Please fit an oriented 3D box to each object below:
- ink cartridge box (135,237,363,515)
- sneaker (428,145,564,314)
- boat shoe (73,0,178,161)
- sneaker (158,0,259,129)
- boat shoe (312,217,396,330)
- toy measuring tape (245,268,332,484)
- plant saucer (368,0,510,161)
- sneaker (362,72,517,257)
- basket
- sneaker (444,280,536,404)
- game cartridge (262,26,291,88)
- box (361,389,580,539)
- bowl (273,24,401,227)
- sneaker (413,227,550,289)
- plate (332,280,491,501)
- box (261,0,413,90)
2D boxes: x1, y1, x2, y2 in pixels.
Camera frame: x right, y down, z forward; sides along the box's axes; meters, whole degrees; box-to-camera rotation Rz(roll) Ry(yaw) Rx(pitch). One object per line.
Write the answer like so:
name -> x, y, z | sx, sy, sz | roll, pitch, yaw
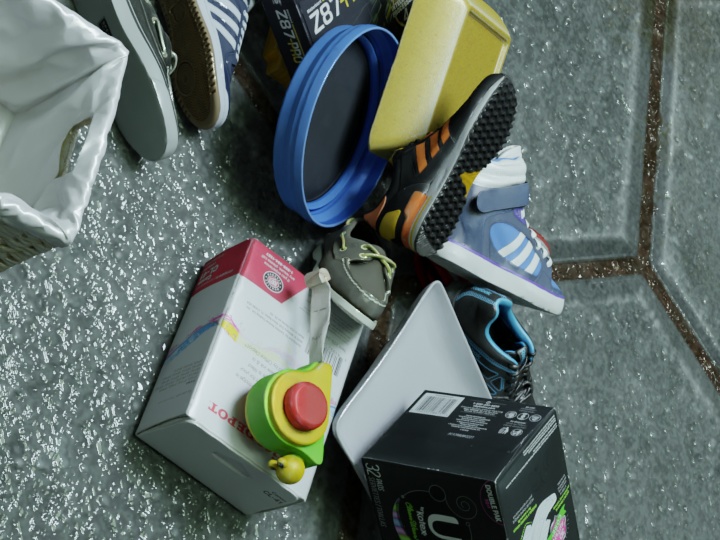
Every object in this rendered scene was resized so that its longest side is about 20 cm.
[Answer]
ink cartridge box -> -0.097, 0.096, 1.507 | 0.148, 0.086, 0.200 | 40, 51, -26
sneaker -> 0.158, -0.050, 1.707 | 0.200, 0.081, 0.147 | 27, 82, -36
boat shoe -> -0.201, -0.199, 1.540 | 0.064, 0.071, 0.200 | -15, 82, -44
sneaker -> -0.131, -0.231, 1.620 | 0.108, 0.070, 0.200 | -1, 71, -42
boat shoe -> -0.002, -0.002, 1.574 | 0.072, 0.060, 0.202 | 42, 8, -15
toy measuring tape -> -0.061, 0.085, 1.436 | 0.073, 0.074, 0.200 | 21, 61, -36
plant saucer -> 0.092, -0.196, 1.718 | 0.200, 0.048, 0.200 | 16, 92, -66
sneaker -> 0.074, -0.115, 1.621 | 0.200, 0.090, 0.070 | -61, 149, -11
basket -> -0.323, -0.122, 1.328 | 0.200, 0.161, 0.199 | 31, 54, -32
sneaker -> 0.143, 0.104, 1.711 | 0.073, 0.082, 0.200 | -42, 120, -30
game cartridge -> -0.008, -0.232, 1.769 | 0.200, 0.032, 0.177 | 32, 54, -28
box -> 0.109, 0.233, 1.556 | 0.124, 0.148, 0.200 | -42, 127, -45
bowl -> -0.021, -0.143, 1.620 | 0.201, 0.039, 0.201 | -46, 147, -43
sneaker -> 0.119, -0.009, 1.785 | 0.200, 0.078, 0.116 | 28, 79, -41
plate -> 0.049, 0.142, 1.610 | 0.200, 0.032, 0.200 | -53, 136, -32
box -> -0.018, -0.280, 1.689 | 0.200, 0.049, 0.161 | -47, 126, -42
